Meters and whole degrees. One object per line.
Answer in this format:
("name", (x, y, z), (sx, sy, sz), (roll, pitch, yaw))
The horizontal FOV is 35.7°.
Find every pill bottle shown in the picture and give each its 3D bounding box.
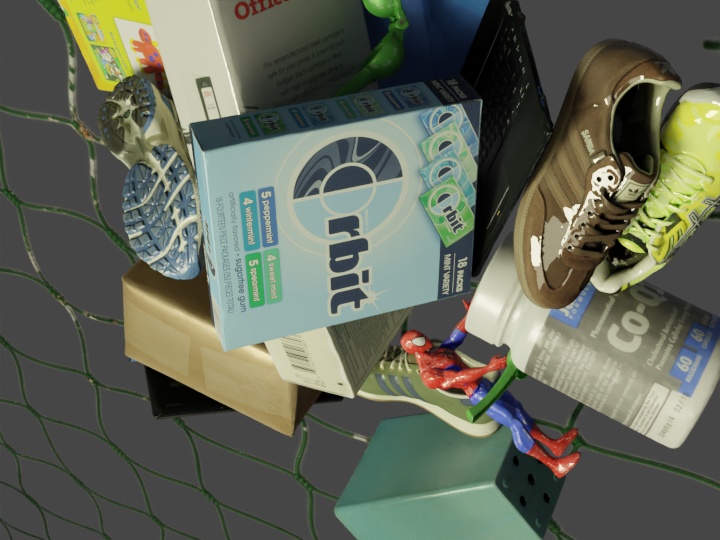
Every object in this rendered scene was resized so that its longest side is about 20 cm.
("pill bottle", (0.195, 0.052, 0.926), (0.199, 0.114, 0.114), (27, 144, 13))

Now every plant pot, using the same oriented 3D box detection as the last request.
("plant pot", (0.107, 0.239, 1.198), (0.199, 0.142, 0.142), (-21, 117, 43))

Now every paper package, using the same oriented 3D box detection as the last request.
("paper package", (-0.103, 0.033, 1.089), (0.199, 0.191, 0.104), (23, 133, 17))

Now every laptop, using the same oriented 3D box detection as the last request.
("laptop", (0.053, -0.126, 0.852), (0.102, 0.201, 0.178), (1, 147, -13))
("laptop", (-0.137, 0.112, 1.170), (0.186, 0.201, 0.117), (-4, 129, -17))

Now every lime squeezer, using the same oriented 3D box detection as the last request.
("lime squeezer", (0.000, -0.185, 0.815), (0.070, 0.202, 0.038), (9, -177, 2))
("lime squeezer", (0.176, 0.083, 0.986), (0.071, 0.198, 0.038), (-130, 34, -61))

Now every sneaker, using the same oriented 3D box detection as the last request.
("sneaker", (0.057, 0.096, 1.138), (0.199, 0.067, 0.090), (21, 141, 12))
("sneaker", (-0.150, -0.076, 0.934), (0.077, 0.201, 0.085), (-36, 146, 25))
("sneaker", (0.227, -0.050, 0.816), (0.075, 0.077, 0.201), (30, 143, 11))
("sneaker", (0.164, -0.058, 0.782), (0.076, 0.070, 0.202), (40, 123, 56))

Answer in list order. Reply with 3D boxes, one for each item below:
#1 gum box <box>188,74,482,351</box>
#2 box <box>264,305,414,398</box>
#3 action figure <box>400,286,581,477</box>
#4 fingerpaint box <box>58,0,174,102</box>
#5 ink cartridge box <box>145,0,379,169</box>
("gum box", (-0.014, -0.040, 0.807), (0.045, 0.199, 0.171), (-122, 25, -49))
("box", (0.000, 0.000, 0.957), (0.077, 0.200, 0.095), (10, 137, 32))
("action figure", (0.134, 0.098, 1.049), (0.199, 0.065, 0.099), (32, 112, -8))
("fingerpaint box", (-0.177, -0.242, 0.941), (0.166, 0.074, 0.201), (14, 141, 30))
("ink cartridge box", (-0.063, -0.137, 0.863), (0.084, 0.146, 0.201), (11, 123, 43))
